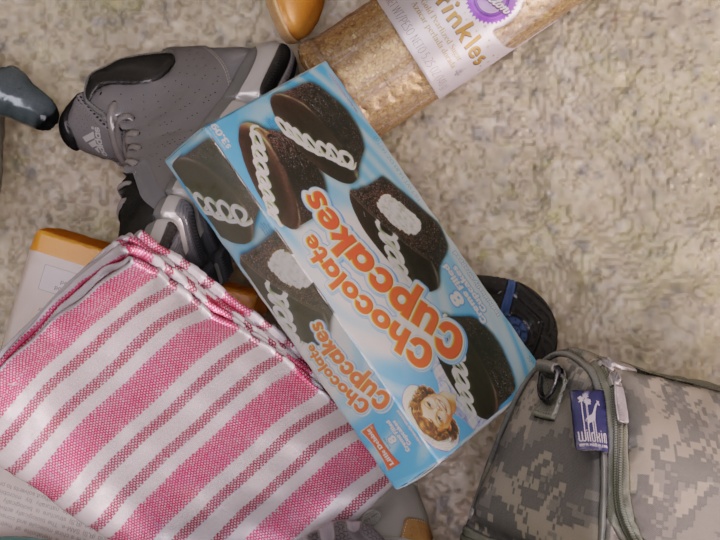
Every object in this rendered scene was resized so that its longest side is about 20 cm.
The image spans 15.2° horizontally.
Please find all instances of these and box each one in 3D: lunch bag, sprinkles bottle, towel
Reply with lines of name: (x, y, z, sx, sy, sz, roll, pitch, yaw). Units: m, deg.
lunch bag: (0.153, 0.135, 1.357, 0.199, 0.139, 0.169, 13, 89, -33)
sprinkles bottle: (0.065, -0.145, 1.426, 0.200, 0.068, 0.068, -34, 89, 4)
towel: (-0.087, 0.084, 1.339, 0.200, 0.030, 0.146, 38, 111, -21)

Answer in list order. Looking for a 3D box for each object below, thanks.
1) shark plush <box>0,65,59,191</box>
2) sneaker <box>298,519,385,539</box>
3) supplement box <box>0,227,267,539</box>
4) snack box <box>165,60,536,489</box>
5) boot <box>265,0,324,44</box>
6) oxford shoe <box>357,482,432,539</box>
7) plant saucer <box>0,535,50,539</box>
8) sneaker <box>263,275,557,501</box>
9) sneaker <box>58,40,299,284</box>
shark plush: (-0.238, -0.116, 1.426, 0.091, 0.083, 0.201, -27, 85, 36)
sneaker: (-0.065, 0.206, 1.350, 0.199, 0.082, 0.075, -26, 56, -8)
supplement box: (-0.136, 0.090, 1.439, 0.125, 0.074, 0.201, 17, 92, 3)
snack box: (0.000, 0.000, 1.353, 0.037, 0.116, 0.200, -36, 89, 38)
boot: (0.020, -0.221, 1.421, 0.143, 0.071, 0.202, -1, 83, 13)
oxford shoe: (-0.038, 0.188, 1.428, 0.200, 0.075, 0.058, -42, 57, 5)
plant saucer: (-0.169, 0.231, 1.414, 0.199, 0.036, 0.201, 6, 121, 10)
sneaker: (0.011, 0.061, 1.434, 0.199, 0.077, 0.076, -23, 85, -14)
sneaker: (-0.114, -0.047, 1.405, 0.115, 0.200, 0.075, 10, 135, 20)
